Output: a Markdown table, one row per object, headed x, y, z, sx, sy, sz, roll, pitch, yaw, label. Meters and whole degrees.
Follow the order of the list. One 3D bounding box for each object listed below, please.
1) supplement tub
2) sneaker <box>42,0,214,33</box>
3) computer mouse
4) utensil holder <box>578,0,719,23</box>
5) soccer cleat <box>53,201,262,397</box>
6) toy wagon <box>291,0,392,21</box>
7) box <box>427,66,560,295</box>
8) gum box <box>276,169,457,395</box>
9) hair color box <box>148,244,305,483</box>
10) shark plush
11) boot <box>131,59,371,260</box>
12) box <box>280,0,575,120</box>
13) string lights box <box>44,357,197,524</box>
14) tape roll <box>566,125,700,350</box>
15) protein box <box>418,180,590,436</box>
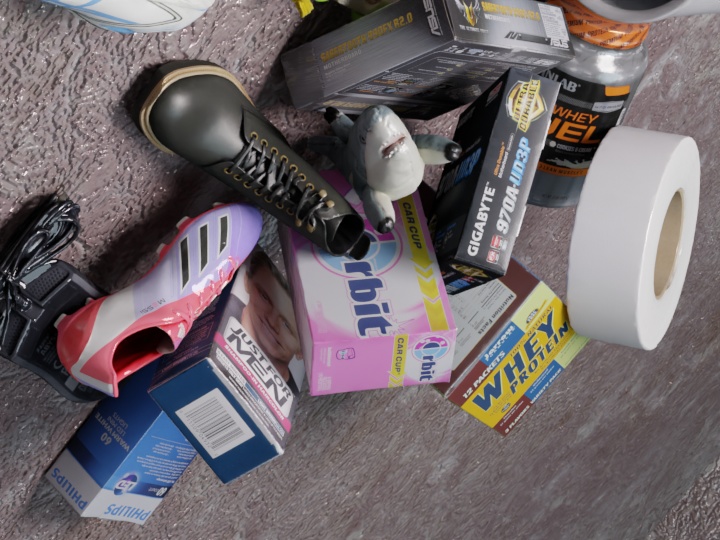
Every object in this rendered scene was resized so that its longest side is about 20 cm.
| x | y | z | sx | sy | sz | roll | pitch | yaw | label |
| --- | --- | --- | --- | --- | --- | --- | --- | --- | --- |
| 0.193 | -0.168 | 1.547 | 0.122 | 0.122 | 0.201 | -24 | 144 | -40 | supplement tub |
| -0.174 | -0.183 | 1.033 | 0.072 | 0.072 | 0.199 | -33 | 158 | 34 | sneaker |
| -0.232 | 0.031 | 1.252 | 0.139 | 0.053 | 0.200 | -52 | 147 | -10 | computer mouse |
| 0.286 | -0.307 | 1.458 | 0.200 | 0.170 | 0.171 | -14 | 138 | -53 | utensil holder |
| -0.139 | 0.021 | 1.246 | 0.200 | 0.076 | 0.067 | -37 | 145 | -27 | soccer cleat |
| 0.018 | -0.257 | 1.253 | 0.199 | 0.040 | 0.156 | -33 | 150 | -27 | toy wagon |
| 0.099 | -0.067 | 1.358 | 0.200 | 0.046 | 0.160 | 148 | -41 | -80 | box |
| 0.000 | 0.000 | 1.335 | 0.113 | 0.201 | 0.066 | -5 | 138 | -9 | gum box |
| -0.097 | 0.066 | 1.313 | 0.060 | 0.100 | 0.200 | -29 | -159 | 20 | hair color box |
| 0.007 | -0.104 | 1.298 | 0.091 | 0.200 | 0.083 | -44 | 109 | 2 | shark plush |
| -0.073 | -0.080 | 1.241 | 0.078 | 0.138 | 0.200 | -53 | 153 | 9 | boot |
| 0.058 | -0.172 | 1.326 | 0.158 | 0.049 | 0.199 | -19 | 171 | 34 | box |
| -0.175 | 0.128 | 1.453 | 0.200 | 0.059 | 0.103 | -51 | 153 | 6 | string lights box |
| 0.254 | -0.030 | 1.527 | 0.202 | 0.070 | 0.204 | 12 | 90 | -68 | tape roll |
| 0.084 | 0.026 | 1.553 | 0.135 | 0.200 | 0.198 | -49 | 154 | 2 | protein box |
